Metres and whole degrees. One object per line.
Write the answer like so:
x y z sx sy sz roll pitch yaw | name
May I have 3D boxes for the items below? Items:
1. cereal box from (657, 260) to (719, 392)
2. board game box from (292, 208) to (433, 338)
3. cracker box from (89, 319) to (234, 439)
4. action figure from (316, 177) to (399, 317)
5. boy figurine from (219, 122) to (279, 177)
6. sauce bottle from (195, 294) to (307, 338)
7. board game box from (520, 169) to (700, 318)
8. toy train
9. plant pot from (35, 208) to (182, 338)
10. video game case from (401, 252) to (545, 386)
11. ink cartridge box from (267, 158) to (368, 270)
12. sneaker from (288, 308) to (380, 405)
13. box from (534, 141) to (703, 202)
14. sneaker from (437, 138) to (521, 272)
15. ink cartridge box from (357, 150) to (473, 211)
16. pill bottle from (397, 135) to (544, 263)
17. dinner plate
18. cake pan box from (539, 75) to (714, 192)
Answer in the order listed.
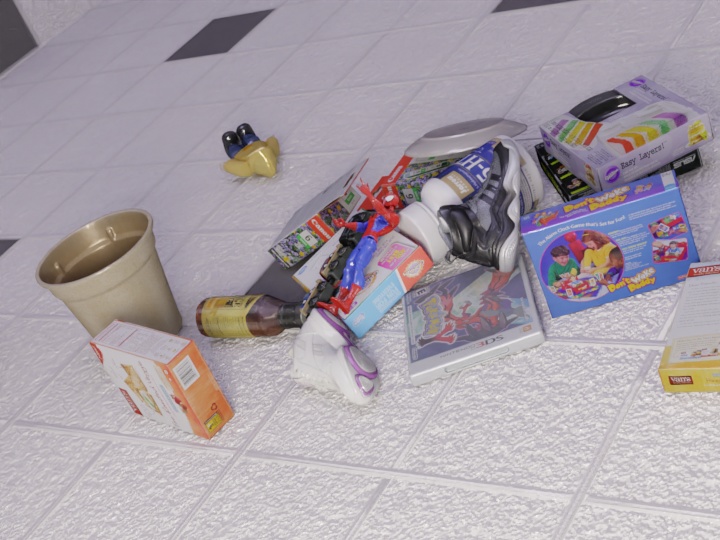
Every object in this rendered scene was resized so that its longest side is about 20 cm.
0.430 0.059 1.394 0.142 0.040 0.201 -5 34 32 | cereal box
0.000 0.000 1.791 0.153 0.040 0.200 -44 31 -5 | board game box
-0.278 0.149 1.702 0.199 0.135 0.058 10 44 47 | cracker box
-0.012 -0.045 1.717 0.065 0.099 0.201 -17 36 57 | action figure
-0.210 -0.220 2.335 0.123 0.065 0.200 -27 25 -8 | boy figurine
-0.153 0.067 1.814 0.198 0.066 0.066 -3 35 32 | sauce bottle
0.315 -0.031 1.533 0.198 0.135 0.045 -16 30 15 | board game box
-0.037 -0.006 1.765 0.046 0.034 0.201 -10 42 47 | toy train
-0.375 0.036 1.913 0.198 0.185 0.201 -18 30 11 | plant pot
0.145 0.061 1.631 0.180 0.023 0.201 -20 29 10 | video game case
-0.053 -0.087 1.927 0.199 0.050 0.109 -33 18 42 | ink cartridge box
-0.038 0.134 1.630 0.100 0.075 0.200 -49 32 7 | sneaker
0.376 -0.170 1.809 0.198 0.048 0.194 -23 31 2 | box
0.162 -0.095 1.684 0.112 0.076 0.202 3 64 4 | sneaker
0.091 -0.150 1.976 0.198 0.051 0.109 -3 35 33 | ink cartridge box
0.157 -0.098 1.784 0.199 0.121 0.119 -34 30 -15 | pill bottle
0.163 -0.214 1.925 0.198 0.025 0.200 -11 14 3 | dinner plate
0.376 -0.198 1.759 0.183 0.053 0.200 -24 30 -5 | cake pan box
